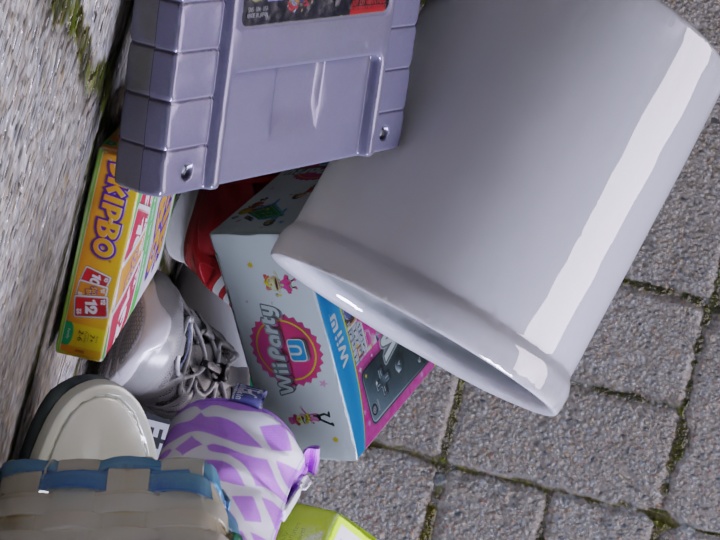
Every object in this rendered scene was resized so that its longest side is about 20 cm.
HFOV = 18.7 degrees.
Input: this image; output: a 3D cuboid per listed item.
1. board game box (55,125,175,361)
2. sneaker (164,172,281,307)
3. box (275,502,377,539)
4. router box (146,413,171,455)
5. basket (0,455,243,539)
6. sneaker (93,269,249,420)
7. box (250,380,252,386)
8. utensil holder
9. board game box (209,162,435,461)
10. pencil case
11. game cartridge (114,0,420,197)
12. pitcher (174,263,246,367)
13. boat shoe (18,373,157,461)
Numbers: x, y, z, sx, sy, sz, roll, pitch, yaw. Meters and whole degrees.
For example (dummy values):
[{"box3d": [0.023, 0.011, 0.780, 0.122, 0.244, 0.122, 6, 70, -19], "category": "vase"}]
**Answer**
[{"box3d": [-0.108, -0.029, 1.041, 0.200, 0.030, 0.096, -89, -168, -76], "category": "board game box"}, {"box3d": [-0.050, -0.054, 1.319, 0.078, 0.116, 0.200, -23, 144, -34], "category": "sneaker"}, {"box3d": [-0.096, 0.181, 1.230, 0.048, 0.200, 0.122, 42, 64, -42], "category": "box"}, {"box3d": [-0.143, 0.147, 1.474, 0.157, 0.052, 0.200, 105, -1, -81], "category": "router box"}, {"box3d": [-0.096, 0.181, 0.846, 0.176, 0.139, 0.200, 86, 7, -55], "category": "basket"}, {"box3d": [-0.098, 0.043, 1.199, 0.200, 0.082, 0.075, 109, -5, -82], "category": "sneaker"}, {"box3d": [-0.096, 0.161, 1.509, 0.200, 0.048, 0.117, 108, -3, -64], "category": "box"}, {"box3d": [0.075, -0.052, 1.136, 0.200, 0.170, 0.170, -60, 179, -7], "category": "utensil holder"}, {"box3d": [0.000, 0.000, 1.293, 0.200, 0.064, 0.148, -45, 128, -50], "category": "board game box"}, {"box3d": [-0.083, 0.159, 1.123, 0.084, 0.085, 0.200, 110, -1, -49], "category": "pencil case"}, {"box3d": [-0.032, -0.108, 0.974, 0.200, 0.038, 0.130, -17, 123, -57], "category": "game cartridge"}, {"box3d": [-0.058, -0.009, 1.614, 0.172, 0.121, 0.200, -38, 153, -60], "category": "pitcher"}, {"box3d": [-0.138, 0.121, 0.983, 0.062, 0.073, 0.200, 43, -42, 40], "category": "boat shoe"}]
